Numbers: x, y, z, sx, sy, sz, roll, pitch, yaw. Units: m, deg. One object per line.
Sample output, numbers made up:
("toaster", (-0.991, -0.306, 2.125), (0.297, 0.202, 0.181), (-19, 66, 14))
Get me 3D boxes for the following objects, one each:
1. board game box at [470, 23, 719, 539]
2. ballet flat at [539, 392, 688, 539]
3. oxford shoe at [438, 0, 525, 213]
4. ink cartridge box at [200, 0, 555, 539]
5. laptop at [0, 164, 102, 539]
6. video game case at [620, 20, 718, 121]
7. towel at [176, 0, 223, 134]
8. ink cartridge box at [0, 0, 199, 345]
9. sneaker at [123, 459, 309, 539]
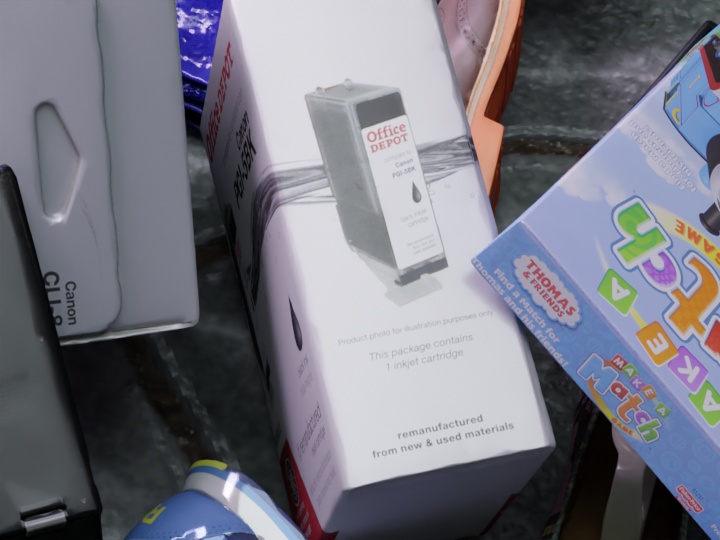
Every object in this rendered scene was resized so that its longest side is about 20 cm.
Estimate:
("board game box", (0.146, 0.001, 0.932), (0.151, 0.037, 0.200), (49, 44, 0))
("ballet flat", (0.102, 0.108, 0.964), (0.068, 0.071, 0.201), (9, 54, 7))
("oxford shoe", (0.034, -0.090, 1.097), (0.072, 0.072, 0.201), (8, 55, 5))
("ink cartridge box", (0.000, 0.000, 0.951), (0.082, 0.147, 0.202), (-11, 73, -11))
("laptop", (-0.194, 0.091, 0.872), (0.186, 0.116, 0.202), (-13, 80, -16))
("video game case", (0.188, -0.014, 1.049), (0.180, 0.026, 0.200), (32, 41, 10))
("towel", (-0.049, -0.151, 1.141), (0.147, 0.050, 0.201), (26, 56, 11))
("ink cartridge box", (-0.152, -0.065, 0.956), (0.143, 0.147, 0.200), (-8, 18, -13))
("sneaker", (-0.024, 0.162, 0.913), (0.082, 0.074, 0.200), (-34, 58, -25))
